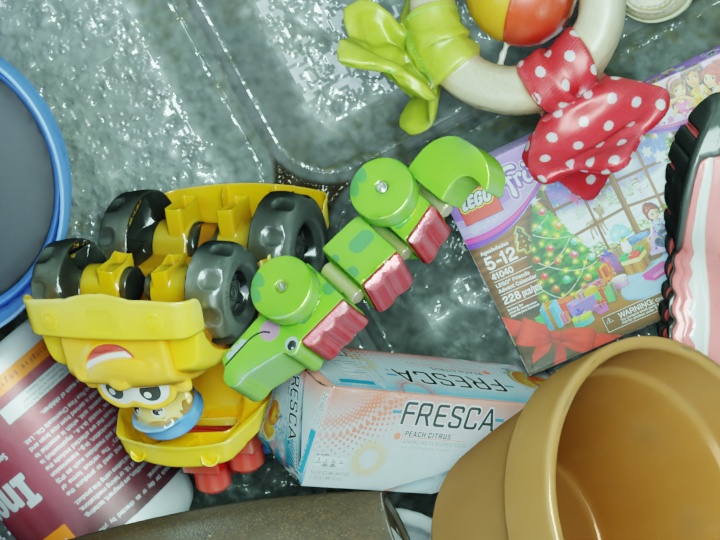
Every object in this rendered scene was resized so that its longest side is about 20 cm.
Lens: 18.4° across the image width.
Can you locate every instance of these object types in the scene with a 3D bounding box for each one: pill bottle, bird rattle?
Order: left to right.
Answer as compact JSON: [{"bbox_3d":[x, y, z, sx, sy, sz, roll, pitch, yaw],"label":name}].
[{"bbox_3d":[-0.182,0.135,1.437,0.113,0.113,0.200,-39,94,17],"label":"pill bottle"},{"bbox_3d":[0.091,-0.138,1.298,0.199,0.113,0.164,18,94,25],"label":"bird rattle"}]

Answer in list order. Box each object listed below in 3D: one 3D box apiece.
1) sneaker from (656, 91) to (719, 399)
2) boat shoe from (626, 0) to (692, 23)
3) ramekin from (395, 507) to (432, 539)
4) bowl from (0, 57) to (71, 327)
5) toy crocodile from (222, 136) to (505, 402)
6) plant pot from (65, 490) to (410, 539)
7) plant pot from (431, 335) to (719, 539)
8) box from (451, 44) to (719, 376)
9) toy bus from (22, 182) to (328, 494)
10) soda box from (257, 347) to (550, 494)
[{"bbox_3d":[0.224,-0.010,1.316,0.086,0.074,0.201,0,112,-1],"label":"sneaker"},{"bbox_3d":[0.148,-0.240,1.306,0.072,0.065,0.201,-14,101,14],"label":"boat shoe"},{"bbox_3d":[0.032,0.257,1.391,0.200,0.098,0.201,-16,64,36],"label":"ramekin"},{"bbox_3d":[-0.274,-0.052,1.379,0.199,0.039,0.202,2,104,10],"label":"bowl"},{"bbox_3d":[0.000,0.000,1.270,0.200,0.068,0.062,-45,61,-2],"label":"toy crocodile"},{"bbox_3d":[-0.060,0.211,1.307,0.199,0.187,0.188,-23,99,5],"label":"plant pot"},{"bbox_3d":[0.136,0.151,1.275,0.140,0.200,0.201,-24,100,48],"label":"plant pot"},{"bbox_3d":[0.165,-0.036,1.367,0.199,0.039,0.137,-25,98,15],"label":"box"},{"bbox_3d":[-0.102,0.055,1.358,0.135,0.200,0.193,3,111,24],"label":"toy bus"},{"bbox_3d":[0.041,0.094,1.354,0.199,0.064,0.069,7,110,-32],"label":"soda box"}]
